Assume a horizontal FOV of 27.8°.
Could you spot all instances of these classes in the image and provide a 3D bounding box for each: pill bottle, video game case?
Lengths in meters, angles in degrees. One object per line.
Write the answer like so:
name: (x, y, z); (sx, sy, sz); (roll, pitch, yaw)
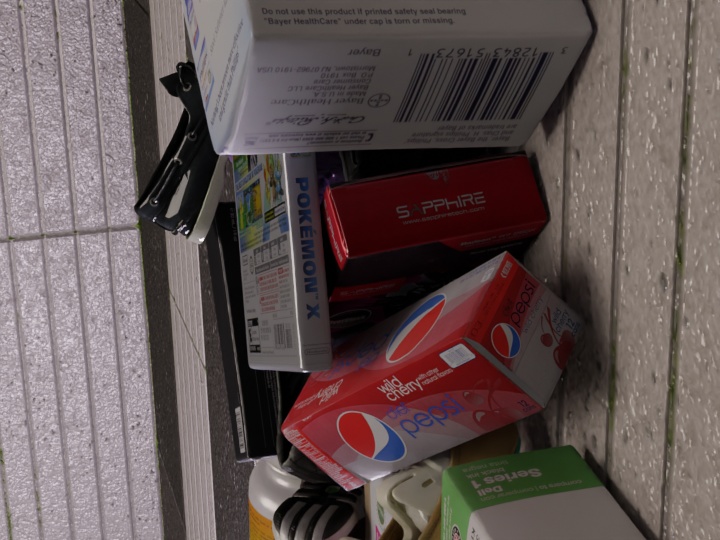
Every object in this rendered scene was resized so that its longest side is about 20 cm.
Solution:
pill bottle: (-0.045, 0.226, 1.316); (0.111, 0.111, 0.200); (-122, 29, -59)
video game case: (-0.053, -0.028, 0.911); (0.200, 0.022, 0.183); (166, 99, -77)

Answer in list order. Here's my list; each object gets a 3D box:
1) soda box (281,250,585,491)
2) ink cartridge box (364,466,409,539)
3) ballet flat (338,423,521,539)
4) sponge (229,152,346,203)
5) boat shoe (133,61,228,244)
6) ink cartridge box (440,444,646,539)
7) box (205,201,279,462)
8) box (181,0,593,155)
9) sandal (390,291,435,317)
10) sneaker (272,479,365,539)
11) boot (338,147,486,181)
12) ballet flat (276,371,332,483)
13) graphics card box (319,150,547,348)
soda box: (0.036, 0.063, 0.843); (0.200, 0.063, 0.070); (-32, 22, 51)
ink cartridge box: (0.060, 0.224, 0.977); (0.200, 0.075, 0.165); (-125, 31, -64)
ballet flat: (0.024, 0.160, 0.854); (0.200, 0.063, 0.069); (-57, 14, -15)
sponge: (-0.041, -0.090, 1.160); (0.200, 0.111, 0.030); (-128, 36, -65)
boat shoe: (-0.121, -0.123, 1.086); (0.075, 0.066, 0.200); (-117, 44, -71)
ink cartridge box: (0.110, 0.206, 0.751); (0.200, 0.084, 0.146); (-124, 30, -62)
box: (-0.040, 0.043, 1.155); (0.079, 0.141, 0.200); (141, 122, -76)
box: (0.000, -0.173, 0.797); (0.105, 0.184, 0.200); (115, 146, -55)
sandal: (0.054, 0.066, 0.950); (0.200, 0.075, 0.045); (94, 159, -62)
sneaker: (-0.016, 0.212, 1.113); (0.200, 0.076, 0.116); (-27, -60, -66)
boot: (0.023, -0.124, 0.981); (0.200, 0.066, 0.165); (123, 131, -72)
ballet flat: (-0.043, 0.057, 1.053); (0.066, 0.057, 0.200); (-36, 53, 34)
graphics card box: (0.026, -0.001, 0.906); (0.200, 0.125, 0.051); (119, 137, -65)
